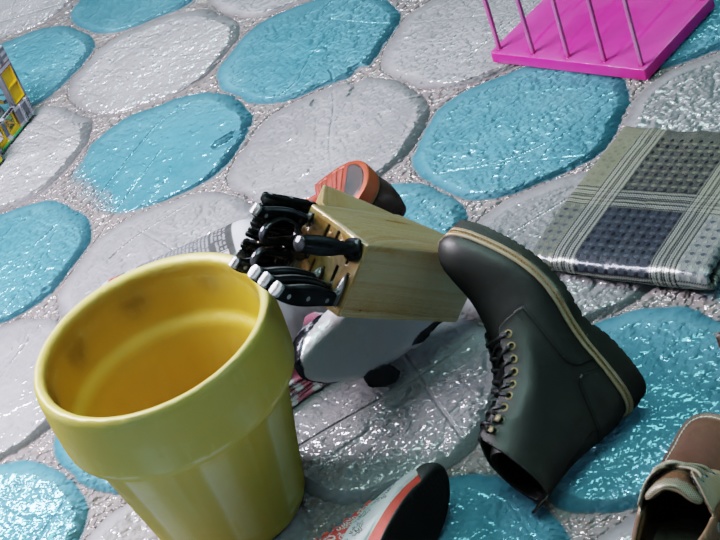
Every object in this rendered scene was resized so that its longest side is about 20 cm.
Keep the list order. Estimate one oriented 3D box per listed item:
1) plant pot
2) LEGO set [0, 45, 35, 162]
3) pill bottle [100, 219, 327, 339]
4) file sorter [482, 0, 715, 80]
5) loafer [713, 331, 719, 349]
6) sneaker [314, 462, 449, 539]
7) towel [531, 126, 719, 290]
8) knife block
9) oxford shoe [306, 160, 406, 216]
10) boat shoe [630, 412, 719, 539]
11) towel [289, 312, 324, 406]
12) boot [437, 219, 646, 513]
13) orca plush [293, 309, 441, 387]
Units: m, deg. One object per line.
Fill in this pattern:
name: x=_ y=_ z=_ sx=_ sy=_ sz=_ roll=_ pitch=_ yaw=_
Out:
plant pot: x=-0.132 y=0.120 z=1.417 sx=0.199 sy=0.190 sz=0.202 roll=-16 pitch=33 yaw=11
LEGO set: x=-0.497 y=-0.199 z=2.143 sx=0.198 sy=0.117 sz=0.154 roll=5 pitch=42 yaw=35
pill bottle: x=-0.119 y=0.025 z=1.561 sx=0.198 sy=0.116 sz=0.116 roll=-24 pitch=33 yaw=7
file sorter: x=0.236 y=-0.296 z=1.847 sx=0.199 sy=0.126 sz=0.139 roll=13 pitch=46 yaw=41
loafer: x=0.341 y=0.012 z=1.379 sx=0.200 sy=0.071 sz=0.073 roll=-47 pitch=8 yaw=-32
sneaker: x=-0.020 y=0.212 z=1.335 sx=0.107 sy=0.068 sz=0.202 roll=8 pitch=47 yaw=34
towel: x=0.272 y=-0.056 z=1.583 sx=0.191 sy=0.035 sz=0.200 roll=7 pitch=45 yaw=41
knife block: x=0.000 y=0.000 z=1.387 sx=0.198 sy=0.064 sz=0.176 roll=23 pitch=17 yaw=-7
oxford shoe: x=-0.046 y=-0.025 z=1.650 sx=0.199 sy=0.072 sz=0.072 roll=-28 pitch=47 yaw=32
boat shoe: x=0.230 y=0.166 z=1.248 sx=0.075 sy=0.072 sz=0.201 roll=-5 pitch=37 yaw=24
towel: x=-0.069 y=0.063 z=1.608 sx=0.199 sy=0.030 sz=0.146 roll=-35 pitch=35 yaw=-18
boot: x=0.109 y=0.071 z=1.365 sx=0.138 sy=0.200 sz=0.078 roll=-46 pitch=-5 yaw=-27
orca plush: x=0.016 y=0.026 z=1.535 sx=0.200 sy=0.106 sz=0.071 roll=-42 pitch=32 yaw=-13
